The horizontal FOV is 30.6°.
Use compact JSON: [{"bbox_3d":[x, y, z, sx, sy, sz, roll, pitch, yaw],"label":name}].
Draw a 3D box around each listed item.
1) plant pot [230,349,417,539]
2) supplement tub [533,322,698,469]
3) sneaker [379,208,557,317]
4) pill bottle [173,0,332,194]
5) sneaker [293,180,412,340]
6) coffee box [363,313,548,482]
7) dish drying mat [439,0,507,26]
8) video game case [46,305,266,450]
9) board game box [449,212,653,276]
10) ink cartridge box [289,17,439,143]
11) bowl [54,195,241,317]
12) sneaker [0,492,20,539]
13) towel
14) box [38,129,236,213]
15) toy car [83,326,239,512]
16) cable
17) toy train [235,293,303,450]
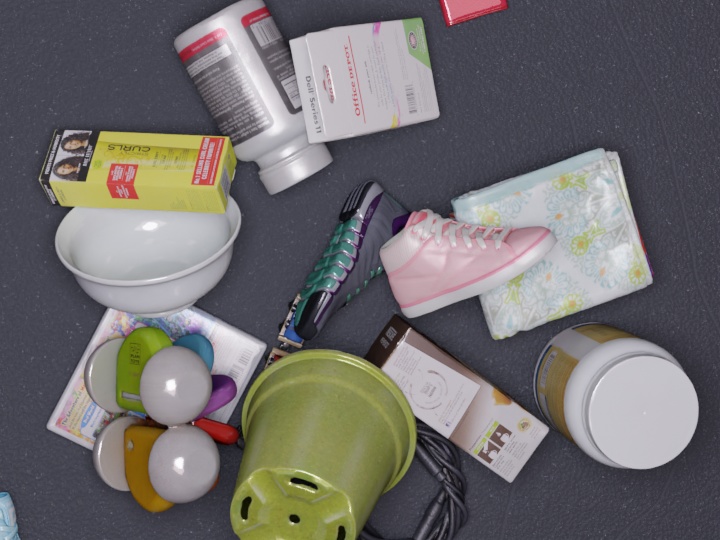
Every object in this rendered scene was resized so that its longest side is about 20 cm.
[{"bbox_3d":[-0.053,0.214,1.390,0.200,0.184,0.201,5,116,10],"label":"plant pot"},{"bbox_3d":[0.286,0.141,1.487,0.144,0.200,0.145,-1,96,-7],"label":"supplement tub"},{"bbox_3d":[0.107,-0.027,1.431,0.200,0.075,0.105,-23,101,31],"label":"sneaker"},{"bbox_3d":[-0.112,-0.190,1.449,0.111,0.111,0.200,-29,98,-4],"label":"pill bottle"},{"bbox_3d":[0.000,0.000,1.487,0.087,0.074,0.200,31,75,-18],"label":"sneaker"},{"bbox_3d":[0.104,0.144,1.508,0.200,0.114,0.080,36,90,-10],"label":"coffee box"},{"bbox_3d":[0.107,-0.386,1.506,0.077,0.018,0.200,-17,98,-5],"label":"dish drying mat"},{"bbox_3d":[-0.232,0.131,1.509,0.182,0.024,0.200,28,92,-9],"label":"video game case"},{"bbox_3d":[0.223,-0.030,1.540,0.200,0.046,0.152,-21,98,-5],"label":"board game box"},{"bbox_3d":[-0.006,-0.205,1.426,0.200,0.067,0.117,-18,99,-49],"label":"ink cartridge box"},{"bbox_3d":[-0.225,-0.012,1.431,0.201,0.201,0.090,-8,126,-7],"label":"bowl"},{"bbox_3d":[-0.409,0.296,1.476,0.200,0.074,0.082,44,92,-10],"label":"sneaker"},{"bbox_3d":[0.218,-0.032,1.492,0.200,0.048,0.171,-19,96,-5],"label":"towel"},{"bbox_3d":[-0.240,-0.107,1.429,0.200,0.050,0.075,5,58,10],"label":"box"},{"bbox_3d":[-0.201,0.155,1.438,0.150,0.175,0.200,-10,98,-40],"label":"toy car"},{"bbox_3d":[0.045,0.250,1.542,0.163,0.051,0.200,-6,96,-7],"label":"cable"},{"bbox_3d":[-0.097,0.115,1.512,0.034,0.046,0.200,23,92,-9],"label":"toy train"}]
